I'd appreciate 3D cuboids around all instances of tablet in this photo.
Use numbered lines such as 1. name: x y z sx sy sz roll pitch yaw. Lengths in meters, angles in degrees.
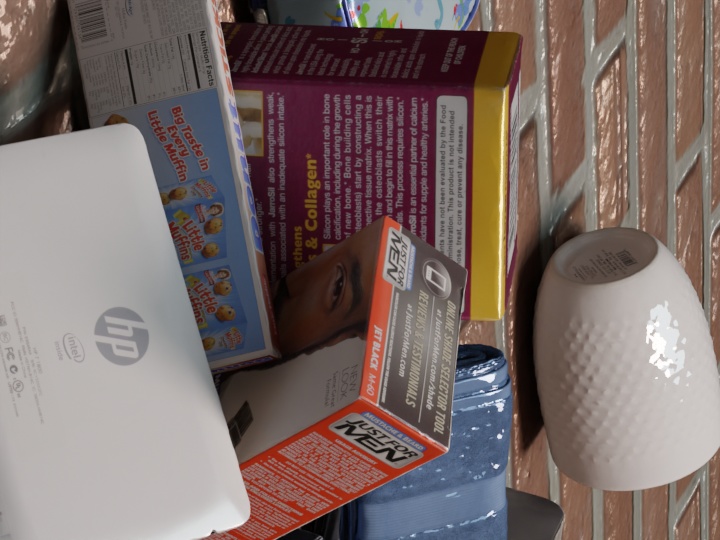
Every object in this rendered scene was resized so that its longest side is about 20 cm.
1. tablet: -0.132 0.036 1.092 0.129 0.014 0.201 -13 84 -32

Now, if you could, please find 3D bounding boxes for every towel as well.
1. towel: 0.039 0.145 1.448 0.111 0.049 0.202 -9 112 -23

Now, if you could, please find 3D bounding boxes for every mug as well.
1. mug: 0.207 0.050 1.906 0.200 0.147 0.176 -99 176 -60

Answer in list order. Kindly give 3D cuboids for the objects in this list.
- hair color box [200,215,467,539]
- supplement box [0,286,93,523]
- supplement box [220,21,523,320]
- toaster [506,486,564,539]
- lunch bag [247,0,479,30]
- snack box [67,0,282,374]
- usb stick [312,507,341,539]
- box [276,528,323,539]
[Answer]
1. hair color box: -0.038 0.067 1.187 0.064 0.199 0.112 33 46 -29
2. supplement box: -0.172 0.116 1.133 0.126 0.073 0.201 60 44 -56
3. supplement box: -0.017 -0.054 1.239 0.103 0.198 0.132 -70 163 -66
4. toaster: 0.062 0.257 1.615 0.200 0.118 0.182 -50 147 -65
5. lunch bag: 0.008 -0.177 1.413 0.200 0.082 0.162 -57 147 -41
6. snack box: -0.092 -0.048 1.158 0.024 0.071 0.202 39 39 -77
7. usb stick: -0.013 0.175 1.566 0.055 0.032 0.202 16 85 -67
8. box: -0.109 0.252 1.262 0.200 0.104 0.183 -37 131 -46
